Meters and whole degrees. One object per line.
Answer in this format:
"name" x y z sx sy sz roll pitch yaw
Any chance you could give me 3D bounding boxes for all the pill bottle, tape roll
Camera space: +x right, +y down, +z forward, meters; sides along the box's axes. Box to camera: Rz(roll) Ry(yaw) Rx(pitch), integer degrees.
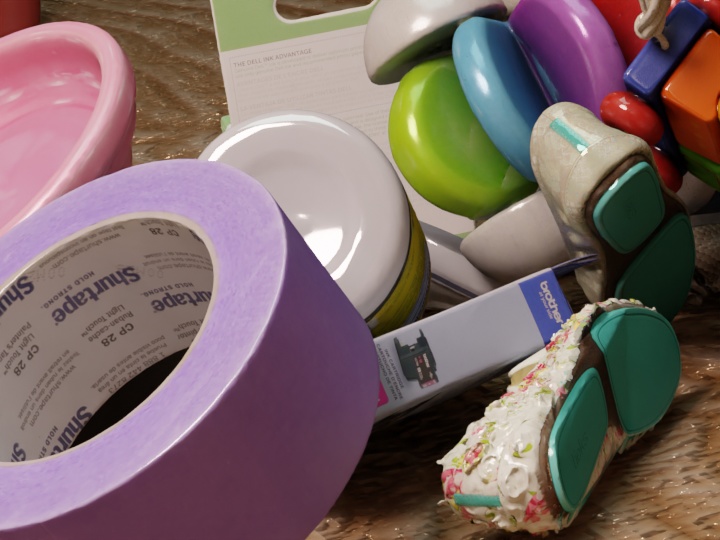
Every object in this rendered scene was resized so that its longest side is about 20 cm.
"pill bottle" -0.023 -0.006 1.275 0.112 0.113 0.200 -8 -11 4
"tape roll" -0.098 0.053 1.072 0.200 0.085 0.200 -21 40 18

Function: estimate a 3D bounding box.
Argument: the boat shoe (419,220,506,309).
"boat shoe" 0.000 0.000 1.425 0.200 0.070 0.071 19 9 9

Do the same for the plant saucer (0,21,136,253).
"plant saucer" -0.185 -0.035 1.227 0.200 0.051 0.201 -25 34 19

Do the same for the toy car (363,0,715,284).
"toy car" 0.112 -0.102 1.353 0.200 0.175 0.150 -22 -9 -26

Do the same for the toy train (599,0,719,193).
"toy train" 0.182 -0.080 1.214 0.116 0.085 0.200 34 -7 22

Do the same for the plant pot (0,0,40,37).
"plant pot" -0.435 -0.344 2.766 0.200 0.178 0.200 -9 15 2

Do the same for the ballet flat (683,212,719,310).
"ballet flat" 0.244 -0.013 1.386 0.199 0.046 0.067 -8 -17 -18

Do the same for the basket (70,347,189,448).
"basket" -0.152 0.029 1.280 0.180 0.136 0.200 -48 29 -4

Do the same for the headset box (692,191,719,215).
"headset box" 0.170 -0.096 1.516 0.199 0.149 0.077 -13 9 -18

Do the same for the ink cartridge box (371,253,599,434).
"ink cartridge box" 0.018 0.051 1.201 0.200 0.042 0.119 -24 -5 -39

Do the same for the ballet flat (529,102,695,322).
"ballet flat" 0.126 -0.029 1.268 0.067 0.200 0.062 -43 65 -8

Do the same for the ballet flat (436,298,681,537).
"ballet flat" 0.087 0.061 1.140 0.064 0.076 0.200 -10 11 26

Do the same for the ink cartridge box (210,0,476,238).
"ink cartridge box" -0.014 -0.101 1.551 0.145 0.201 0.048 -12 17 -9
